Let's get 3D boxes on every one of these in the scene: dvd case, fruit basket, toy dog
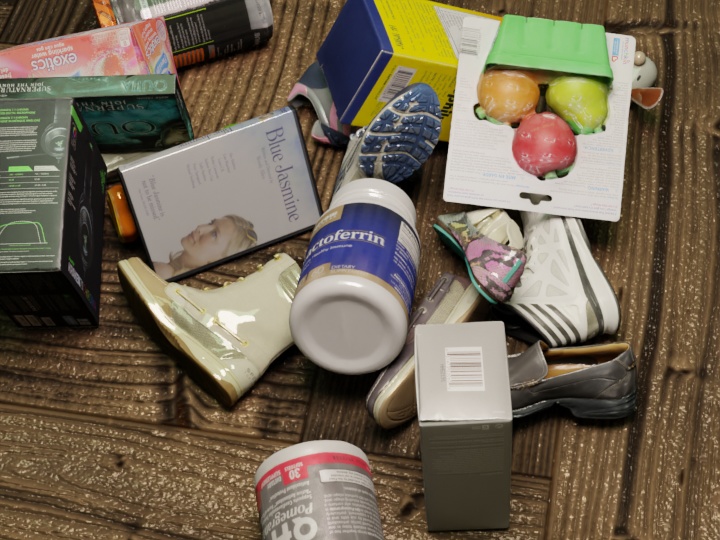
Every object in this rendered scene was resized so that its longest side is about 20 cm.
[{"bbox_3d":[-0.144,-0.078,1.452,0.199,0.143,0.018,-21,30,-11],"label":"dvd case"},{"bbox_3d":[0.187,-0.158,1.419,0.184,0.094,0.201,6,86,2],"label":"fruit basket"},{"bbox_3d":[0.269,-0.187,1.526,0.131,0.097,0.201,9,55,10],"label":"toy dog"}]

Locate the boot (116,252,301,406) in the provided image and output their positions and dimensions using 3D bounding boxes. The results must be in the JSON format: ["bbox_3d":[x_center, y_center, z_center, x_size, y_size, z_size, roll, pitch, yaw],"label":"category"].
[{"bbox_3d":[-0.143,0.028,1.414,0.154,0.072,0.200,-38,65,-21],"label":"boot"}]

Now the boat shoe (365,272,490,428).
[{"bbox_3d":[0.059,0.076,1.368,0.065,0.072,0.200,24,55,26],"label":"boat shoe"}]

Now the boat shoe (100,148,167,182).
[{"bbox_3d":[-0.297,-0.130,1.550,0.200,0.061,0.072,-15,79,-3],"label":"boat shoe"}]

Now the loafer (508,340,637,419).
[{"bbox_3d":[0.171,0.098,1.329,0.199,0.073,0.073,-1,32,-1],"label":"loafer"}]

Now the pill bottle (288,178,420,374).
[{"bbox_3d":[0.000,0.000,1.363,0.115,0.116,0.200,4,36,7],"label":"pill bottle"}]

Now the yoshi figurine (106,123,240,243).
[{"bbox_3d":[-0.180,-0.102,1.493,0.199,0.112,0.113,-16,47,-12],"label":"yoshi figurine"}]

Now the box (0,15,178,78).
[{"bbox_3d":[-0.318,-0.219,1.541,0.199,0.095,0.103,-8,14,17],"label":"box"}]

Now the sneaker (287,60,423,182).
[{"bbox_3d":[-0.007,-0.158,1.557,0.082,0.070,0.200,-41,61,6],"label":"sneaker"}]

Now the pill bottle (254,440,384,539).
[{"bbox_3d":[-0.029,0.261,1.208,0.110,0.111,0.201,-10,53,-4],"label":"pill bottle"}]

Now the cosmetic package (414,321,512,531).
[{"bbox_3d":[0.093,0.145,1.233,0.090,0.200,0.107,-2,51,0],"label":"cosmetic package"}]

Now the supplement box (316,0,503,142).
[{"bbox_3d":[0.070,-0.222,1.508,0.199,0.110,0.109,7,47,-30],"label":"supplement box"}]

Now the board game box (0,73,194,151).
[{"bbox_3d":[-0.285,-0.165,1.456,0.199,0.135,0.028,-2,70,2],"label":"board game box"}]

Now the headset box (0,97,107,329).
[{"bbox_3d":[-0.324,-0.061,1.400,0.092,0.174,0.201,-2,69,2],"label":"headset box"}]

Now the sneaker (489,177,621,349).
[{"bbox_3d":[0.178,-0.007,1.413,0.115,0.076,0.201,-17,57,-11],"label":"sneaker"}]

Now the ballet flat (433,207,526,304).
[{"bbox_3d":[0.130,-0.027,1.390,0.071,0.069,0.200,-44,19,6],"label":"ballet flat"}]

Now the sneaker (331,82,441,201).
[{"bbox_3d":[0.017,-0.128,1.452,0.077,0.200,0.085,16,37,-25],"label":"sneaker"}]

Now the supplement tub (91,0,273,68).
[{"bbox_3d":[-0.213,-0.309,1.635,0.199,0.123,0.123,-17,54,-10],"label":"supplement tub"}]
